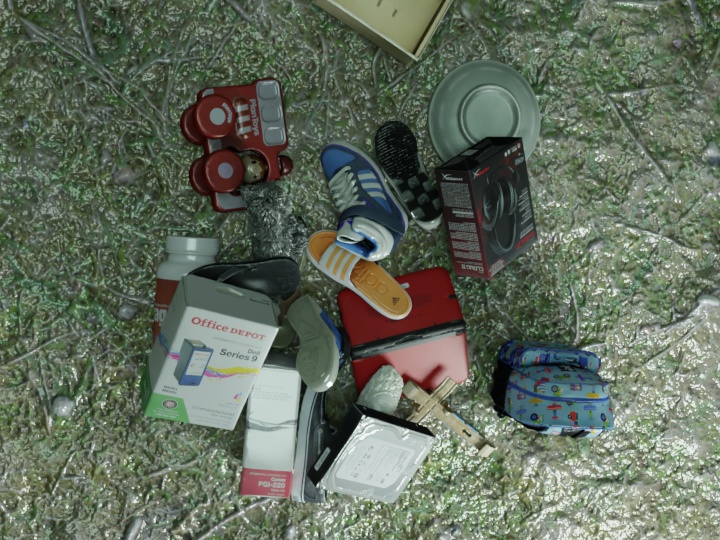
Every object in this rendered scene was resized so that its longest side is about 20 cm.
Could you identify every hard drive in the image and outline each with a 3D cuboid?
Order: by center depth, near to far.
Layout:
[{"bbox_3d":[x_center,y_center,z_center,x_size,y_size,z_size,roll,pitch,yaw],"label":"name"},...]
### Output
[{"bbox_3d":[0.022,0.297,1.367,0.199,0.038,0.141,27,100,-46],"label":"hard drive"}]

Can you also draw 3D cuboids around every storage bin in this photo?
[{"bbox_3d":[0.053,-0.470,1.378,0.198,0.094,0.201,31,89,-6],"label":"storage bin"}]

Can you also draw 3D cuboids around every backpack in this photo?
[{"bbox_3d":[0.318,0.195,1.386,0.179,0.200,0.137,5,92,-6],"label":"backpack"}]

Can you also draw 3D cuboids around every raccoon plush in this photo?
[{"bbox_3d":[-0.135,-0.041,1.322,0.095,0.134,0.204,-9,70,6],"label":"raccoon plush"}]

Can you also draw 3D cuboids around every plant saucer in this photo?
[{"bbox_3d":[0.211,-0.253,1.428,0.196,0.050,0.204,0,93,-6],"label":"plant saucer"}]

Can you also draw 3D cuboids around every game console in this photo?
[{"bbox_3d":[0.072,0.111,1.447,0.196,0.119,0.175,-13,63,-6],"label":"game console"}]

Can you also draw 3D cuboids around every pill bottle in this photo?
[{"bbox_3d":[-0.272,0.048,1.359,0.110,0.112,0.204,3,92,-6],"label":"pill bottle"}]

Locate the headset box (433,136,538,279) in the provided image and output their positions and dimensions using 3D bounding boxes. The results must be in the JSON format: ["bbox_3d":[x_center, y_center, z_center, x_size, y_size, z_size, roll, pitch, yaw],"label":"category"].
[{"bbox_3d":[0.206,-0.093,1.367,0.148,0.076,0.203,-32,118,-38],"label":"headset box"}]

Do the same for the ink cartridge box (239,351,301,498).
[{"bbox_3d":[-0.141,0.241,1.364,0.083,0.146,0.204,4,93,-4],"label":"ink cartridge box"}]

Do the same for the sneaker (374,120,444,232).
[{"bbox_3d":[0.079,-0.149,1.412,0.073,0.089,0.203,-21,70,1],"label":"sneaker"}]

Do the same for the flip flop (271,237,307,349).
[{"bbox_3d":[-0.127,0.027,1.399,0.080,0.058,0.204,13,90,-9],"label":"flip flop"}]

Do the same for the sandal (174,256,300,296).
[{"bbox_3d":[-0.187,0.022,1.283,0.197,0.043,0.077,-17,110,-4],"label":"sandal"}]

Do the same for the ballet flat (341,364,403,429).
[{"bbox_3d":[0.016,0.253,1.403,0.071,0.072,0.202,29,104,-7],"label":"ballet flat"}]

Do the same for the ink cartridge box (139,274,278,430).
[{"bbox_3d":[-0.224,0.123,1.254,0.143,0.088,0.202,15,115,-25],"label":"ink cartridge box"}]

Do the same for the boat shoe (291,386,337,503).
[{"bbox_3d":[-0.066,0.274,1.390,0.066,0.072,0.204,4,72,11],"label":"boat shoe"}]

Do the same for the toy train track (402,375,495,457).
[{"bbox_3d":[0.149,0.255,1.441,0.199,0.033,0.115,39,108,-14],"label":"toy train track"}]

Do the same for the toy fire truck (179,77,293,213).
[{"bbox_3d":[-0.189,-0.200,1.366,0.165,0.112,0.204,-11,95,-24],"label":"toy fire truck"}]

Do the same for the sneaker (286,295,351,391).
[{"bbox_3d":[-0.052,0.134,1.329,0.076,0.201,0.111,-36,125,6],"label":"sneaker"}]

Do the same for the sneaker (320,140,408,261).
[{"bbox_3d":[-0.013,-0.106,1.353,0.080,0.146,0.201,-37,94,35],"label":"sneaker"}]

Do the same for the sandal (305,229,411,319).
[{"bbox_3d":[0.005,-0.006,1.390,0.205,0.059,0.079,37,63,5],"label":"sandal"}]
